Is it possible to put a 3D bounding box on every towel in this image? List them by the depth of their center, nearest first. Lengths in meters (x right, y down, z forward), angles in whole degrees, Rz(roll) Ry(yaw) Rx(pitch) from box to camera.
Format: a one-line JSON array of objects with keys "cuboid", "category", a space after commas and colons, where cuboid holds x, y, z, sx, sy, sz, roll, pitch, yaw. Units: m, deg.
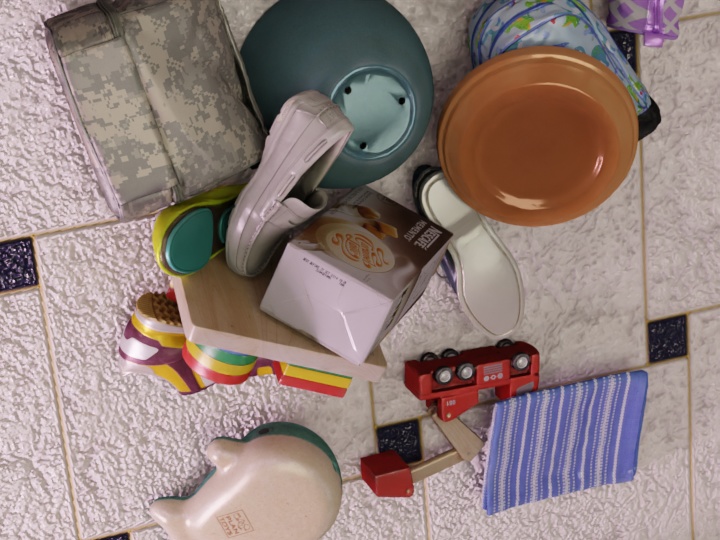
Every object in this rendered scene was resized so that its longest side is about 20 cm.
[{"cuboid": [0.226, 0.188, 1.893, 0.198, 0.024, 0.146, -10, 121, -26], "category": "towel"}]

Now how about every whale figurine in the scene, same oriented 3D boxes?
[{"cuboid": [-0.114, 0.227, 1.785, 0.198, 0.104, 0.160, -22, 116, 15], "category": "whale figurine"}]

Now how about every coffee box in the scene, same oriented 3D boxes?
[{"cuboid": [0.000, 0.000, 1.661, 0.114, 0.200, 0.080, 30, 116, 9], "category": "coffee box"}]

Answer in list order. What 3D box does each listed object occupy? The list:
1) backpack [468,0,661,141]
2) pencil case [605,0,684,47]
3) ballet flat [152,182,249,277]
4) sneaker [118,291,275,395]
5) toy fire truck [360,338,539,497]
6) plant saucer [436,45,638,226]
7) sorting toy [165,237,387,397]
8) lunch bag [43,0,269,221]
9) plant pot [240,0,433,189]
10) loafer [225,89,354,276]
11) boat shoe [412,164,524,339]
[{"cuboid": [0.192, -0.195, 1.732, 0.162, 0.154, 0.201, -26, 102, 11], "category": "backpack"}, {"cuboid": [0.300, -0.333, 1.749, 0.083, 0.086, 0.202, 0, 108, -18], "category": "pencil case"}, {"cuboid": [-0.156, -0.042, 1.635, 0.066, 0.200, 0.068, 11, 110, 24], "category": "ballet flat"}, {"cuboid": [-0.145, 0.083, 1.736, 0.198, 0.075, 0.091, 15, 118, -23], "category": "sneaker"}, {"cuboid": [0.098, 0.158, 1.851, 0.198, 0.049, 0.142, -9, 111, -19], "category": "toy fire truck"}, {"cuboid": [0.173, -0.122, 1.686, 0.198, 0.038, 0.202, 0, 126, 1], "category": "plant saucer"}, {"cuboid": [-0.096, 0.043, 1.671, 0.197, 0.201, 0.070, 14, 119, -23], "category": "sorting toy"}, {"cuboid": [-0.182, -0.162, 1.594, 0.166, 0.139, 0.202, -21, 107, -6], "category": "lunch bag"}, {"cuboid": [-0.010, -0.165, 1.663, 0.198, 0.135, 0.202, -6, 108, -18], "category": "plant pot"}, {"cuboid": [-0.067, -0.070, 1.597, 0.070, 0.070, 0.201, -27, 149, -52], "category": "loafer"}, {"cuboid": [0.107, -0.020, 1.791, 0.075, 0.062, 0.201, -35, 112, -4], "category": "boat shoe"}]
